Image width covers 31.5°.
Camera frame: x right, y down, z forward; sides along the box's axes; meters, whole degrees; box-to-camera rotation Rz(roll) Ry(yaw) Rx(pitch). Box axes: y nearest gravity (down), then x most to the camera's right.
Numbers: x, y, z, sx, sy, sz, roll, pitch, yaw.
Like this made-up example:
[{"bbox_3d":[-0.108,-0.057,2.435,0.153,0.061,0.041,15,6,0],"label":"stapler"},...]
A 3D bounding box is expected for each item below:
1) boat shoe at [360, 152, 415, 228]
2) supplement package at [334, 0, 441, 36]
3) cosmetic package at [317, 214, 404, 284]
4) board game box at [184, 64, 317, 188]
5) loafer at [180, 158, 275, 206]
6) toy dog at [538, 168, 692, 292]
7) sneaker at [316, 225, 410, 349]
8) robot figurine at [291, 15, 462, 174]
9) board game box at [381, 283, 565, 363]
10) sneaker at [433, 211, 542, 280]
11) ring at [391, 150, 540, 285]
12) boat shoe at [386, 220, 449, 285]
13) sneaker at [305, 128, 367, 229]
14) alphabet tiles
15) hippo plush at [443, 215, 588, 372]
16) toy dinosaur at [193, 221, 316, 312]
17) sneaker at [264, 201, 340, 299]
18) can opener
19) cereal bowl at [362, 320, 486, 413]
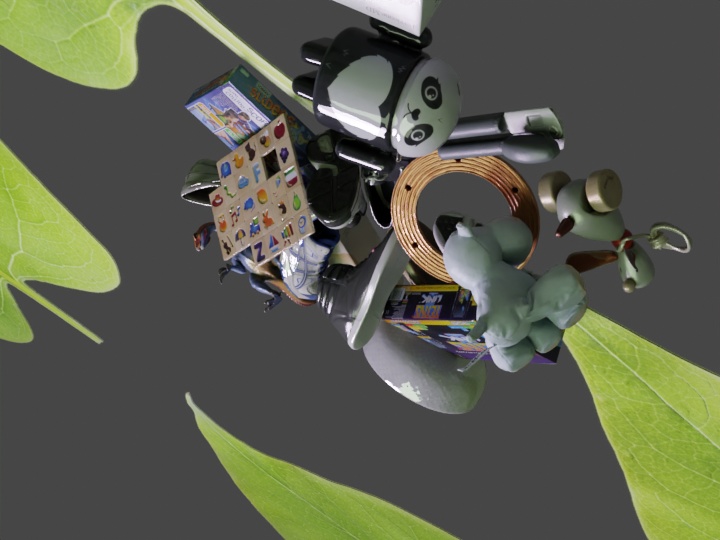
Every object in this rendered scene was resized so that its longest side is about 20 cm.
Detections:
[{"bbox_3d":[0.034,-0.131,1.675,0.072,0.063,0.201,20,151,21],"label":"boat shoe"},{"bbox_3d":[0.039,-0.350,1.252,0.113,0.110,0.201,24,152,13],"label":"supplement package"},{"bbox_3d":[-0.025,-0.028,1.897,0.104,0.071,0.201,7,144,37],"label":"cosmetic package"},{"bbox_3d":[-0.135,-0.190,1.777,0.200,0.035,0.135,43,151,-22],"label":"board game box"},{"bbox_3d":[-0.169,-0.107,1.835,0.198,0.070,0.070,12,147,31],"label":"loafer"},{"bbox_3d":[0.289,-0.036,1.537,0.199,0.097,0.132,38,153,-12],"label":"toy dog"},{"bbox_3d":[0.000,0.000,1.754,0.099,0.070,0.202,37,116,26],"label":"sneaker"},{"bbox_3d":[0.021,-0.209,1.489,0.198,0.125,0.151,23,152,16],"label":"robot figurine"},{"bbox_3d":[0.153,0.073,1.751,0.164,0.057,0.199,28,163,-32],"label":"board game box"},{"bbox_3d":[0.167,-0.003,1.752,0.200,0.076,0.081,41,160,-19],"label":"sneaker"},{"bbox_3d":[0.135,-0.070,1.646,0.198,0.019,0.203,11,122,17],"label":"ring"},{"bbox_3d":[0.088,-0.004,1.828,0.064,0.073,0.200,1,146,42],"label":"boat shoe"},{"bbox_3d":[-0.017,-0.092,1.668,0.075,0.201,0.116,-22,124,10],"label":"sneaker"},{"bbox_3d":[-0.141,-0.095,1.736,0.007,0.169,0.199,-3,162,-41],"label":"alphabet tiles"},{"bbox_3d":[0.167,0.025,1.582,0.162,0.198,0.160,56,160,28],"label":"hippo plush"},{"bbox_3d":[-0.186,-0.009,2.084,0.181,0.105,0.200,39,173,31],"label":"toy dinosaur"},{"bbox_3d":[-0.067,-0.027,1.783,0.087,0.076,0.201,5,142,23],"label":"sneaker"},{"bbox_3d":[0.158,-0.158,1.506,0.199,0.066,0.053,3,120,50],"label":"can opener"},{"bbox_3d":[0.107,0.120,1.921,0.199,0.200,0.084,30,115,2],"label":"cereal bowl"}]
